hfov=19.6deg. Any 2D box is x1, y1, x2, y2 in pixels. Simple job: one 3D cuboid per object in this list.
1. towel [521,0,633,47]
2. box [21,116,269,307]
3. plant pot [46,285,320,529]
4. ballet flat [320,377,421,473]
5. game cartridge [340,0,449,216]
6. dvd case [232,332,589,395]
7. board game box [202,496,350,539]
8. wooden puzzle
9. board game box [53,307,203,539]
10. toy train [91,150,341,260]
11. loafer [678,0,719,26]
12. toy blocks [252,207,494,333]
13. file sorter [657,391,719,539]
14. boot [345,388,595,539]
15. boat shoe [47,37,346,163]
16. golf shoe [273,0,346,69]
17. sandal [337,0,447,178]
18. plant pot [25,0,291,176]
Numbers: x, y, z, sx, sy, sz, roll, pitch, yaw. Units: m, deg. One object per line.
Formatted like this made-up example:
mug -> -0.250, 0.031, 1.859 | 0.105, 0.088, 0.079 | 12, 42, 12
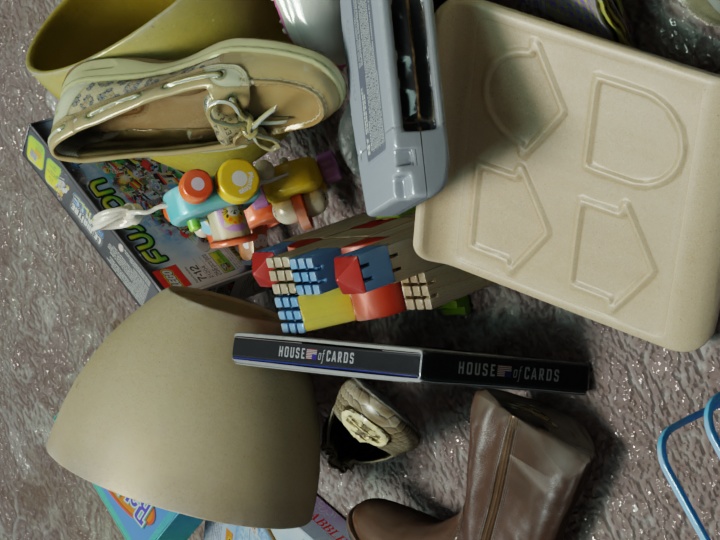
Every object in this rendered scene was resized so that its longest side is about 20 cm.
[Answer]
towel -> 0.077, -0.204, 1.243 | 0.200, 0.023, 0.144 | 34, 169, 30
box -> -0.164, -0.049, 1.622 | 0.200, 0.110, 0.035 | 49, 138, 25
plant pot -> -0.112, 0.088, 1.503 | 0.200, 0.200, 0.135 | 21, 97, 45
ballet flat -> -0.001, 0.115, 1.472 | 0.067, 0.046, 0.200 | 43, 169, 0
game cartridge -> 0.017, -0.137, 1.265 | 0.133, 0.041, 0.202 | 148, 116, -83
dvd case -> 0.031, 0.062, 1.396 | 0.199, 0.150, 0.025 | 4, 88, 51
board game box -> -0.055, 0.270, 1.684 | 0.199, 0.041, 0.201 | 37, 132, 36
wooden puzzle -> 0.134, -0.062, 1.264 | 0.199, 0.046, 0.186 | 18, 125, 21
board game box -> -0.149, 0.111, 1.673 | 0.200, 0.045, 0.152 | -49, 62, 28
toy train -> -0.092, -0.034, 1.492 | 0.150, 0.200, 0.056 | -24, 82, 29
loafer -> 0.166, -0.211, 1.175 | 0.201, 0.075, 0.070 | 59, 154, 22
toy blocks -> 0.000, 0.000, 1.414 | 0.199, 0.136, 0.101 | -2, 105, 52
file sorter -> 0.275, 0.092, 1.122 | 0.139, 0.122, 0.200 | 62, 143, 12
boot -> 0.072, 0.145, 1.436 | 0.186, 0.064, 0.201 | 26, 135, 26
boat shoe -> -0.105, -0.100, 1.341 | 0.199, 0.063, 0.073 | -5, 137, 22
golf shoe -> -0.012, -0.232, 1.355 | 0.091, 0.075, 0.202 | -6, 85, 41
sandal -> 0.026, -0.136, 1.389 | 0.075, 0.048, 0.201 | 45, 132, 28
plant pot -> -0.114, -0.151, 1.472 | 0.199, 0.200, 0.142 | -2, 133, 52
